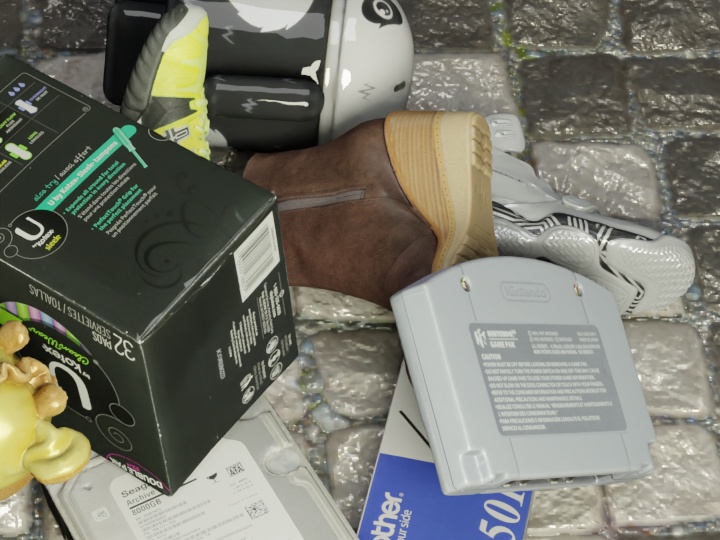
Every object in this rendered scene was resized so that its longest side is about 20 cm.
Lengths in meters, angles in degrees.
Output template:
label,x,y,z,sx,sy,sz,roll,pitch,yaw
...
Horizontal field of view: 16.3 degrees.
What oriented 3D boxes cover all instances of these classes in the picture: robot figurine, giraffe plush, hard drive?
label,x,y,z,sx,sy,sz,roll,pitch,yaw
robot figurine,-0.065,-0.141,1.642,0.200,0.125,0.151,7,64,0
giraffe plush,-0.235,0.094,1.327,0.162,0.200,0.173,-33,94,-12
hard drive,-0.080,0.153,1.388,0.140,0.038,0.200,-23,44,-13

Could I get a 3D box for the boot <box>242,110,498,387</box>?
label,x,y,z,sx,sy,sz,roll,pitch,yaw
boot,0.000,0.000,1.523,0.166,0.072,0.200,-12,58,28

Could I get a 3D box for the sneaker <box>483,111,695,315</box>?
label,x,y,z,sx,sy,sz,roll,pitch,yaw
sneaker,0.115,-0.039,1.602,0.200,0.075,0.115,6,49,4

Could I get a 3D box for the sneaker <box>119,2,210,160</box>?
label,x,y,z,sx,sy,sz,roll,pitch,yaw
sneaker,-0.115,-0.063,1.545,0.076,0.200,0.075,13,5,2

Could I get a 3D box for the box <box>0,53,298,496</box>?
label,x,y,z,sx,sy,sz,roll,pitch,yaw
box,-0.153,0.000,1.407,0.200,0.149,0.124,27,58,24

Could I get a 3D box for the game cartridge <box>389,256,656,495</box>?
label,x,y,z,sx,sy,sz,roll,pitch,yaw
game cartridge,0.094,0.059,1.436,0.200,0.040,0.134,4,71,-53

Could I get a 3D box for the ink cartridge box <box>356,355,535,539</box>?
label,x,y,z,sx,sy,sz,roll,pitch,yaw
ink cartridge box,0.056,0.120,1.465,0.094,0.044,0.200,11,47,6
